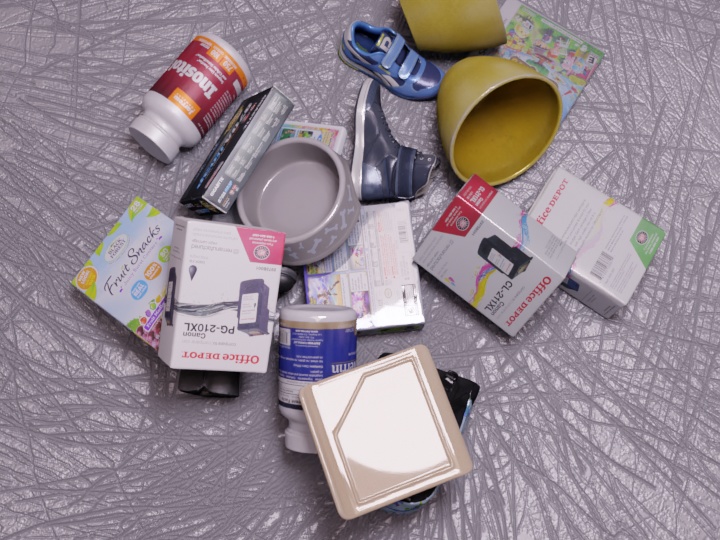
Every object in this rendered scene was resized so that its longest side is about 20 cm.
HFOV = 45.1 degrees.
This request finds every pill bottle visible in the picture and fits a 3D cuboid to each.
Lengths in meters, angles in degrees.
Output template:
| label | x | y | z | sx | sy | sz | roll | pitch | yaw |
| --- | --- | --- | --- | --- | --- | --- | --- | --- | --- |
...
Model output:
| label | x | y | z | sx | sy | sz | roll | pitch | yaw |
| --- | --- | --- | --- | --- | --- | --- | --- | --- | --- |
| pill bottle | -0.277 | -0.275 | 1.398 | 0.112 | 0.113 | 0.201 | 34 | 75 | 8 |
| pill bottle | -0.062 | 0.154 | 1.254 | 0.114 | 0.116 | 0.203 | 1 | 94 | -2 |

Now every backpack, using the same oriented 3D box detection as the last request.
| label | x | y | z | sx | sy | sz | roll | pitch | yaw |
| --- | --- | --- | --- | --- | --- | --- | --- | --- | --- |
| backpack | 0.069 | 0.247 | 1.250 | 0.161 | 0.154 | 0.202 | 17 | 54 | -2 |

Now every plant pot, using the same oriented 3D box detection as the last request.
| label | x | y | z | sx | sy | sz | roll | pitch | yaw |
| --- | --- | --- | --- | --- | --- | --- | --- | --- | --- |
| plant pot | 0.139 | -0.440 | 1.422 | 0.140 | 0.200 | 0.203 | -21 | 74 | 8 |
| plant pot | 0.198 | -0.258 | 1.380 | 0.198 | 0.201 | 0.143 | -24 | 50 | -9 |

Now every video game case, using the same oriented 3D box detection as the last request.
| label | x | y | z | sx | sy | sz | roll | pitch | yaw |
| --- | --- | --- | --- | --- | --- | --- | --- | --- | --- |
| video game case | -0.130 | -0.146 | 1.384 | 0.179 | 0.024 | 0.203 | 9 | 72 | 20 |
| video game case | 0.000 | 0.000 | 1.359 | 0.178 | 0.046 | 0.203 | -6 | 73 | -3 |
| video game case | 0.294 | -0.356 | 1.492 | 0.199 | 0.022 | 0.183 | 33 | 75 | 7 |

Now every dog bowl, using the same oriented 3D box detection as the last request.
| label | x | y | z | sx | sy | sz | roll | pitch | yaw |
| --- | --- | --- | --- | --- | --- | --- | --- | --- | --- |
| dog bowl | -0.099 | -0.112 | 1.316 | 0.197 | 0.059 | 0.203 | -6 | 67 | 14 |

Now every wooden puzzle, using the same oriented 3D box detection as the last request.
| label | x | y | z | sx | sy | sz | roll | pitch | yaw |
| --- | --- | --- | --- | --- | --- | --- | --- | --- | --- |
| wooden puzzle | 0.033 | 0.217 | 1.180 | 0.197 | 0.037 | 0.187 | -17 | 74 | -13 |

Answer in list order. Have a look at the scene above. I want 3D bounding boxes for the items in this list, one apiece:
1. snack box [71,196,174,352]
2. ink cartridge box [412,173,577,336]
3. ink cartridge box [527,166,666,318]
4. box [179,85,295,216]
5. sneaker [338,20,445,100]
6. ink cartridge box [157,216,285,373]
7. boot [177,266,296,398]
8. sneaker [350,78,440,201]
| label | x | y | z | sx | sy | sz | roll | pitch | yaw |
| --- | --- | --- | --- | --- | --- | --- | --- | --- | --- |
| snack box | -0.308 | 0.011 | 1.303 | 0.199 | 0.068 | 0.170 | 31 | 80 | 24 |
| ink cartridge box | 0.202 | -0.022 | 1.307 | 0.199 | 0.146 | 0.083 | 37 | 39 | 5 |
| ink cartridge box | 0.352 | -0.045 | 1.367 | 0.199 | 0.088 | 0.146 | 33 | 74 | 6 |
| box | -0.191 | -0.178 | 1.325 | 0.046 | 0.159 | 0.202 | 35 | 79 | -22 |
| sneaker | 0.054 | -0.353 | 1.451 | 0.198 | 0.082 | 0.075 | 25 | 72 | 3 |
| ink cartridge box | -0.194 | 0.036 | 1.210 | 0.143 | 0.084 | 0.203 | 6 | 95 | -26 |
| boot | -0.185 | 0.092 | 1.311 | 0.162 | 0.066 | 0.203 | 1 | 67 | 11 |
| sneaker | 0.060 | -0.209 | 1.402 | 0.144 | 0.077 | 0.206 | 2 | 82 | 10 |
